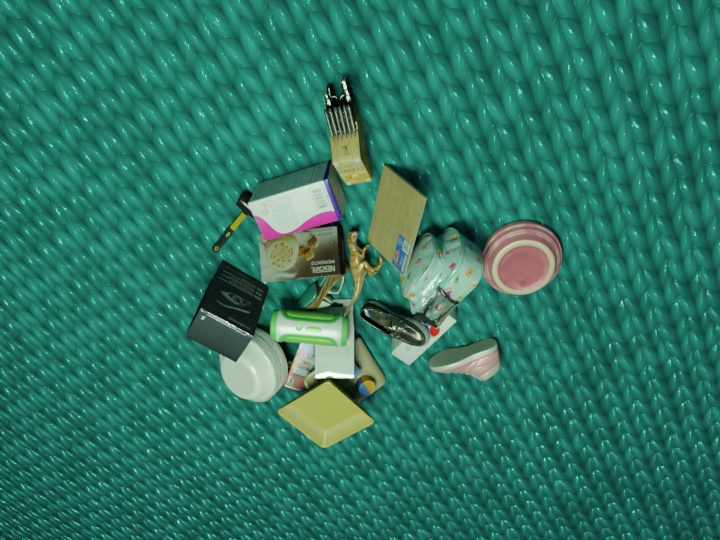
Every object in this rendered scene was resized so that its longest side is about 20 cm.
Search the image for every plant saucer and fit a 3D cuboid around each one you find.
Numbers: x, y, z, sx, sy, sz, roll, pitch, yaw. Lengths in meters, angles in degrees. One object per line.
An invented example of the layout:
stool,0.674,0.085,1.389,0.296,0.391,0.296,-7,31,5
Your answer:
plant saucer,-0.092,0.381,1.470,0.197,0.049,0.200,-32,118,24
plant saucer,0.388,-0.019,1.300,0.193,0.051,0.206,2,124,3

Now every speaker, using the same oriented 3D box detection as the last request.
speaker,-0.129,0.146,1.375,0.192,0.090,0.091,5,125,-1

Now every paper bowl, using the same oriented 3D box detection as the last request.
paper bowl,-0.306,0.269,1.488,0.195,0.104,0.207,12,118,24

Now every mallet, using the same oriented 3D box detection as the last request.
mallet,-0.316,-0.115,1.318,0.198,0.042,0.066,-35,116,29

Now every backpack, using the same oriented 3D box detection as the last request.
backpack,0.186,0.001,1.259,0.152,0.178,0.199,39,115,-24

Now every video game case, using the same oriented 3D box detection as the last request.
video game case,-0.116,0.253,1.507,0.139,0.017,0.206,19,102,-10

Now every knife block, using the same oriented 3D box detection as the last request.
knife block,-0.027,-0.300,1.159,0.062,0.182,0.200,-6,169,11

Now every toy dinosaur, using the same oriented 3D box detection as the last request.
toy dinosaur,0.000,0.000,1.326,0.102,0.060,0.207,-6,104,-10

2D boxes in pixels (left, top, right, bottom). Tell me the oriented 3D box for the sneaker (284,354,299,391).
sneaker,-0.171,0.325,1.581,0.198,0.075,0.081,39,129,-12

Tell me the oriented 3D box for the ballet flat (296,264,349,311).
ballet flat,-0.091,0.048,1.391,0.071,0.069,0.202,25,118,-24

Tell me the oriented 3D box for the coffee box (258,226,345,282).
coffee box,-0.138,-0.038,1.294,0.193,0.080,0.119,-4,90,9

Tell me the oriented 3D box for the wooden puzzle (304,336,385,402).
wooden puzzle,-0.036,0.313,1.506,0.198,0.046,0.188,-37,121,-8

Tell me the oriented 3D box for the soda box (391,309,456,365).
soda box,0.166,0.158,1.432,0.067,0.064,0.201,32,122,-15

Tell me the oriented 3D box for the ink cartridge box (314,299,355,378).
ink cartridge box,-0.067,0.182,1.441,0.105,0.050,0.208,0,82,2

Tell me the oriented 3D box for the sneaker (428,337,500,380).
sneaker,0.292,0.264,1.481,0.194,0.076,0.107,-19,115,12

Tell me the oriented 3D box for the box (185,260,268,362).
box,-0.331,0.101,1.359,0.145,0.203,0.105,31,122,-15

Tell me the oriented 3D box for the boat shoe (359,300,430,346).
boat shoe,0.084,0.144,1.389,0.196,0.056,0.071,26,115,18

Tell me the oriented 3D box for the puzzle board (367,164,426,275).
puzzle board,0.081,-0.114,1.228,0.017,0.151,0.205,-15,133,-33

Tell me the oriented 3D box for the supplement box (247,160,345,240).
supplement box,-0.142,-0.159,1.229,0.193,0.105,0.103,-14,123,13
